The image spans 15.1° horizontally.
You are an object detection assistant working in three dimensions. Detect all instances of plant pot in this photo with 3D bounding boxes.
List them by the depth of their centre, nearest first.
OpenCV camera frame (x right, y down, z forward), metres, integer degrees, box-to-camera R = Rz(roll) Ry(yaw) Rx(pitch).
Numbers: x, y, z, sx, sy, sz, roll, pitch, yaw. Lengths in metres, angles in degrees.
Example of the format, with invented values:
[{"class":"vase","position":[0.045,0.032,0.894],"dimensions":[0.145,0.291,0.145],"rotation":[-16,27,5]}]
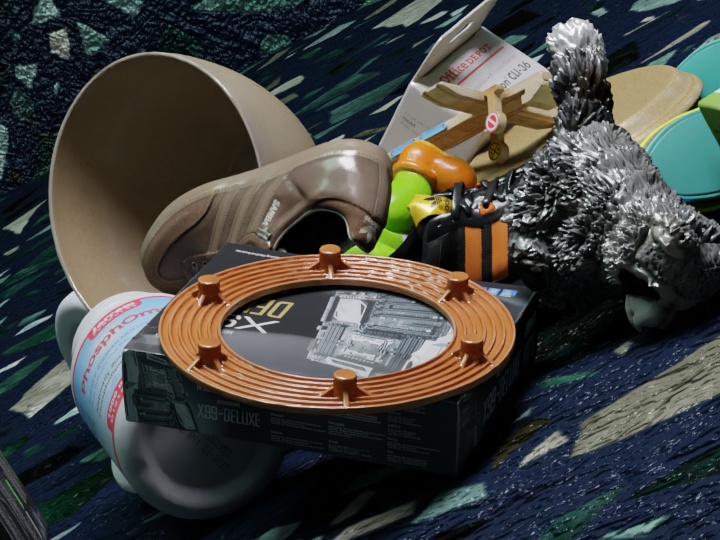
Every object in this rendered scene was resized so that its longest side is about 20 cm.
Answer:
[{"class":"plant pot","position":[-0.099,-0.051,1.883],"dimensions":[0.200,0.200,0.134],"rotation":[-22,-10,37]}]

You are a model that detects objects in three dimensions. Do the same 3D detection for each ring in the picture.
[{"class":"ring","position":[-0.013,0.028,1.512],"dimensions":[0.200,0.019,0.200],"rotation":[1,25,0]}]

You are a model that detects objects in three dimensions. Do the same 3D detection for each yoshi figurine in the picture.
[{"class":"yoshi figurine","position":[0.011,0.011,1.778],"dimensions":[0.112,0.112,0.200],"rotation":[2,38,39]}]

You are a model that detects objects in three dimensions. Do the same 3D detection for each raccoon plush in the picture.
[{"class":"raccoon plush","position":[0.151,-0.059,1.537],"dimensions":[0.097,0.200,0.134],"rotation":[-5,-8,-37]}]

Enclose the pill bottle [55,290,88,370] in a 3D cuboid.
[{"class":"pill bottle","position":[-0.125,0.018,2.060],"dimensions":[0.200,0.113,0.113],"rotation":[-38,13,-33]}]

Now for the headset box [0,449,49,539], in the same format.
[{"class":"headset box","position":[-0.299,0.194,1.769],"dimensions":[0.174,0.093,0.200],"rotation":[-31,10,-2]}]

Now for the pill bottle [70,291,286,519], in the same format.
[{"class":"pill bottle","position":[-0.122,0.076,1.711],"dimensions":[0.109,0.109,0.200],"rotation":[-32,21,-9]}]

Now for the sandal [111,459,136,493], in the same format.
[{"class":"sandal","position":[-0.108,0.095,1.844],"dimensions":[0.082,0.050,0.203],"rotation":[-9,30,21]}]

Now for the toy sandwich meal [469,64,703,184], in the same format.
[{"class":"toy sandwich meal","position":[0.152,-0.068,1.858],"dimensions":[0.205,0.070,0.205],"rotation":[-27,14,7]}]

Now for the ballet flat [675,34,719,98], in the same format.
[{"class":"ballet flat","position":[0.290,-0.140,1.836],"dimensions":[0.074,0.074,0.200],"rotation":[-37,8,-31]}]

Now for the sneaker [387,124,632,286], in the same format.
[{"class":"sneaker","position":[0.078,-0.028,1.664],"dimensions":[0.200,0.090,0.070],"rotation":[-45,23,18]}]

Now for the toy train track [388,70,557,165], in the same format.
[{"class":"toy train track","position":[0.067,-0.084,1.837],"dimensions":[0.115,0.033,0.200],"rotation":[11,-23,-35]}]

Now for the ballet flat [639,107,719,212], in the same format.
[{"class":"ballet flat","position":[0.237,-0.080,1.715],"dimensions":[0.200,0.067,0.067],"rotation":[-33,-10,-30]}]

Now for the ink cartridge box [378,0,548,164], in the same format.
[{"class":"ink cartridge box","position":[0.065,-0.097,1.961],"dimensions":[0.116,0.067,0.200],"rotation":[-44,-15,-51]}]

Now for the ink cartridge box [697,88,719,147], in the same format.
[{"class":"ink cartridge box","position":[0.316,-0.112,1.588],"dimensions":[0.200,0.076,0.148],"rotation":[-29,10,-3]}]

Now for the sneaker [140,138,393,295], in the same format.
[{"class":"sneaker","position":[-0.066,-0.017,1.713],"dimensions":[0.200,0.070,0.076],"rotation":[-27,44,34]}]

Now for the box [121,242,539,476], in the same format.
[{"class":"box","position":[-0.015,0.048,1.550],"dimensions":[0.200,0.050,0.158],"rotation":[9,25,18]}]
